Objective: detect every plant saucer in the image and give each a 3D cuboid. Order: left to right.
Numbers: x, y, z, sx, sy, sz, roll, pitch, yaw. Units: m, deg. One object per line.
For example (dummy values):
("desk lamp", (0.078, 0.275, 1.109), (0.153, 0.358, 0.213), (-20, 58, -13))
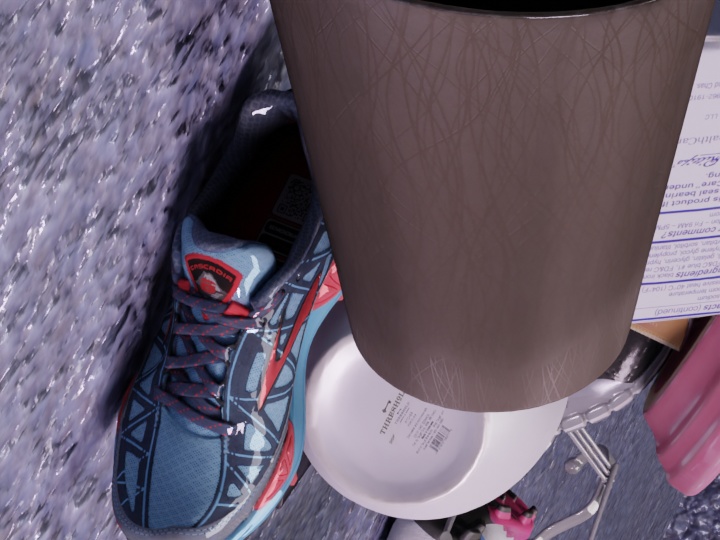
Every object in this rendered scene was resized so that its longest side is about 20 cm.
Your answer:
("plant saucer", (0.214, 0.027, 1.567), (0.201, 0.051, 0.201), (-57, 178, -4))

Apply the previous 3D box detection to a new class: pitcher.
("pitcher", (0.048, 0.012, 1.260), (0.172, 0.121, 0.200), (-66, 173, 20))

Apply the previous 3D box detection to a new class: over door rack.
("over door rack", (0.092, 0.148, 1.758), (0.148, 0.066, 0.201), (52, 36, -36))

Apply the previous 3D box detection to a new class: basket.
("basket", (0.046, -0.057, 1.066), (0.136, 0.180, 0.201), (-58, 156, -43))

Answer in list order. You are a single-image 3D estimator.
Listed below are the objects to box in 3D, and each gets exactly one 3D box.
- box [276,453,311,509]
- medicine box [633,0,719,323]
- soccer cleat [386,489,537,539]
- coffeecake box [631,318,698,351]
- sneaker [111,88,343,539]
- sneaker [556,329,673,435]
("box", (0.000, 0.000, 1.374), (0.200, 0.036, 0.143), (-54, 162, -36))
("medicine box", (0.147, -0.105, 1.428), (0.200, 0.102, 0.183), (100, -21, -47))
("soccer cleat", (0.053, 0.178, 1.860), (0.086, 0.070, 0.200), (-54, 167, 13))
("coffeecake box", (0.154, -0.076, 1.586), (0.200, 0.153, 0.073), (-56, 166, -34))
("sneaker", (-0.057, 0.016, 1.130), (0.096, 0.079, 0.201), (56, 50, -64))
("sneaker", (0.080, 0.060, 1.577), (0.200, 0.075, 0.115), (-33, 162, 15))
